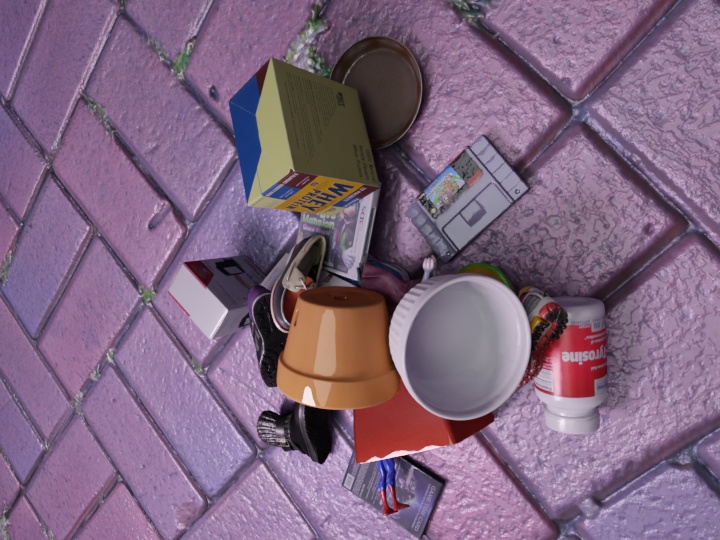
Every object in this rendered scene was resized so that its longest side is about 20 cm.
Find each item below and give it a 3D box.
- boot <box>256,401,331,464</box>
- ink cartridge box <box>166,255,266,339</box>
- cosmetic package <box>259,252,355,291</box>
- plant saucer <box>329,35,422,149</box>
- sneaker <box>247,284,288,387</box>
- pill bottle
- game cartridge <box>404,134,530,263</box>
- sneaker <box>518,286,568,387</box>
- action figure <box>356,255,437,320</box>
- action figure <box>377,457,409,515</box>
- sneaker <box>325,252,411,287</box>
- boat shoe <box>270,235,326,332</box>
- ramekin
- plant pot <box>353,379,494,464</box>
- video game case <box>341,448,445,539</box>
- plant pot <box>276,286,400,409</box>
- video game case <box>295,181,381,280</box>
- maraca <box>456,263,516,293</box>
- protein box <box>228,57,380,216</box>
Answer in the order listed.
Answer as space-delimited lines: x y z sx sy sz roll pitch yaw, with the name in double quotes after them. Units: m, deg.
-0.150 0.319 1.128 0.156 0.079 0.214 14 127 25 "boot"
-0.278 0.048 1.118 0.145 0.199 0.083 42 111 15 "ink cartridge box"
-0.099 0.057 1.045 0.198 0.082 0.113 23 66 33 "cosmetic package"
0.028 -0.329 0.991 0.197 0.032 0.204 5 101 28 "plant saucer"
-0.175 0.123 1.023 0.087 0.075 0.203 34 131 57 "sneaker"
0.336 0.149 0.851 0.111 0.112 0.204 -2 96 28 "pill bottle"
0.183 -0.125 0.939 0.200 0.038 0.130 -44 81 26 "game cartridge"
0.247 0.113 0.828 0.083 0.077 0.202 62 140 46 "sneaker"
0.086 0.046 0.875 0.197 0.133 0.152 11 94 26 "action figure"
0.048 0.367 1.044 0.066 0.051 0.203 -51 46 46 "action figure"
0.000 0.000 1.030 0.197 0.077 0.077 17 107 27 "sneaker"
-0.109 0.019 0.973 0.062 0.202 0.071 -21 131 36 "boat shoe"
0.134 0.100 0.765 0.197 0.105 0.204 -2 98 -16 "ramekin"
0.098 0.220 0.956 0.198 0.199 0.179 -22 76 29 "plant pot"
0.063 0.442 1.097 0.198 0.019 0.145 26 109 22 "video game case"
-0.031 0.108 0.826 0.197 0.199 0.143 9 103 26 "plant pot"
-0.051 -0.092 1.027 0.198 0.023 0.185 17 99 45 "video game case"
0.214 0.088 0.910 0.136 0.106 0.204 -3 98 48 "maraca"
-0.097 -0.219 0.922 0.134 0.198 0.202 -24 73 41 "protein box"
